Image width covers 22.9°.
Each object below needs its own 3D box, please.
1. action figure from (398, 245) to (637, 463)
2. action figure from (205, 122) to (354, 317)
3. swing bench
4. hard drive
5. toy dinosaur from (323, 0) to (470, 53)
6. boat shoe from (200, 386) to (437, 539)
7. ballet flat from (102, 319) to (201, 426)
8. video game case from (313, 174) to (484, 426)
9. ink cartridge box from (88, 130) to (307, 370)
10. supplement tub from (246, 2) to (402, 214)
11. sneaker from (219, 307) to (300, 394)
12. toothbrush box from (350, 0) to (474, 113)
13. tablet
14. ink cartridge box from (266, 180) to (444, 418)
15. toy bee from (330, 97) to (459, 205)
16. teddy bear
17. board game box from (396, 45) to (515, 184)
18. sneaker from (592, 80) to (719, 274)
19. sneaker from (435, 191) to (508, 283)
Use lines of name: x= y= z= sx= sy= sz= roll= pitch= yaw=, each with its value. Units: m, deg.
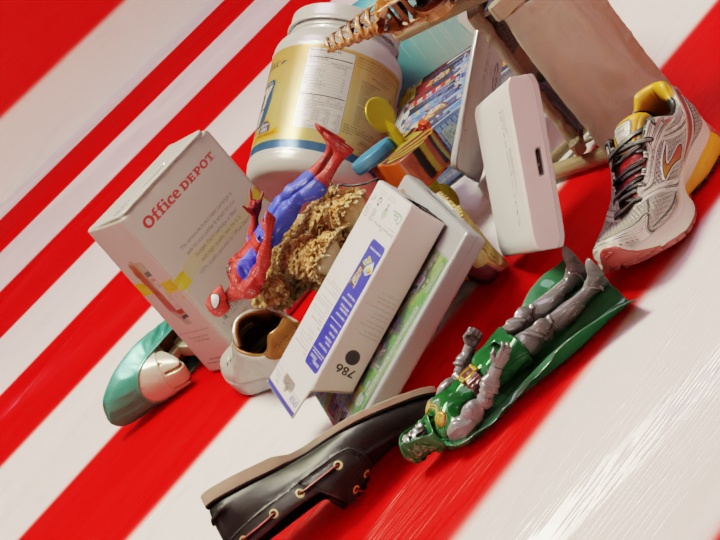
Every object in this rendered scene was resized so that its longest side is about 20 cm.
action figure: x=0.104 y=0.069 z=1.327 sx=0.200 sy=0.055 sz=0.118 roll=-46 pitch=21 yaw=-5
action figure: x=-0.082 y=-0.042 z=1.635 sx=0.201 sy=0.052 sz=0.065 roll=-58 pitch=25 yaw=7
swing bench: x=0.168 y=-0.182 z=1.547 sx=0.130 sy=0.199 sz=0.200 roll=-45 pitch=19 yaw=-17
hard drive: x=0.126 y=-0.080 z=1.431 sx=0.027 sy=0.133 sz=0.200 roll=-10 pitch=0 yaw=-4
toy dinosaur: x=0.053 y=-0.255 z=1.493 sx=0.199 sy=0.103 sz=0.136 roll=-18 pitch=36 yaw=0
boat shoe: x=-0.022 y=0.154 z=1.369 sx=0.201 sy=0.063 sz=0.074 roll=-29 pitch=-14 yaw=-5
ballet flat: x=-0.191 y=0.084 z=1.867 sx=0.070 sy=0.067 sz=0.200 roll=10 pitch=53 yaw=49
video game case: x=0.021 y=0.032 z=1.488 sx=0.201 sy=0.022 sz=0.182 roll=-61 pitch=21 yaw=9
ink cartridge box: x=-0.156 y=-0.020 z=1.814 sx=0.083 sy=0.200 sz=0.145 roll=-14 pitch=31 yaw=54
supplement tub: x=-0.035 y=-0.170 z=1.916 sx=0.144 sy=0.144 sz=0.201 roll=-16 pitch=56 yaw=52
sneaker: x=-0.093 y=0.066 z=1.675 sx=0.073 sy=0.085 sz=0.200 roll=-49 pitch=19 yaw=-21
toothbrush box: x=0.086 y=-0.270 z=2.010 sx=0.200 sy=0.147 sz=0.085 roll=-30 pitch=20 yaw=31
tablet: x=0.119 y=-0.188 z=1.694 sx=0.130 sy=0.014 sz=0.201 roll=16 pitch=-95 yaw=-76
ink cartridge box: x=-0.006 y=0.029 z=1.472 sx=0.201 sy=0.039 sz=0.099 roll=-60 pitch=22 yaw=6
toy bee: x=0.041 y=-0.114 z=1.723 sx=0.109 sy=0.131 sz=0.200 roll=-42 pitch=31 yaw=-20
teddy bear: x=-0.056 y=-0.022 z=1.681 sx=0.146 sy=0.067 sz=0.200 roll=-65 pitch=15 yaw=-5
board game box: x=0.130 y=-0.181 z=1.850 sx=0.199 sy=0.062 sz=0.200 roll=-32 pitch=19 yaw=21
sneaker: x=0.215 y=-0.072 z=1.380 sx=0.078 sy=0.082 sz=0.200 roll=-25 pitch=24 yaw=38
sneaker: x=0.067 y=-0.009 z=1.557 sx=0.090 sy=0.075 sz=0.200 roll=-40 pitch=9 yaw=2
